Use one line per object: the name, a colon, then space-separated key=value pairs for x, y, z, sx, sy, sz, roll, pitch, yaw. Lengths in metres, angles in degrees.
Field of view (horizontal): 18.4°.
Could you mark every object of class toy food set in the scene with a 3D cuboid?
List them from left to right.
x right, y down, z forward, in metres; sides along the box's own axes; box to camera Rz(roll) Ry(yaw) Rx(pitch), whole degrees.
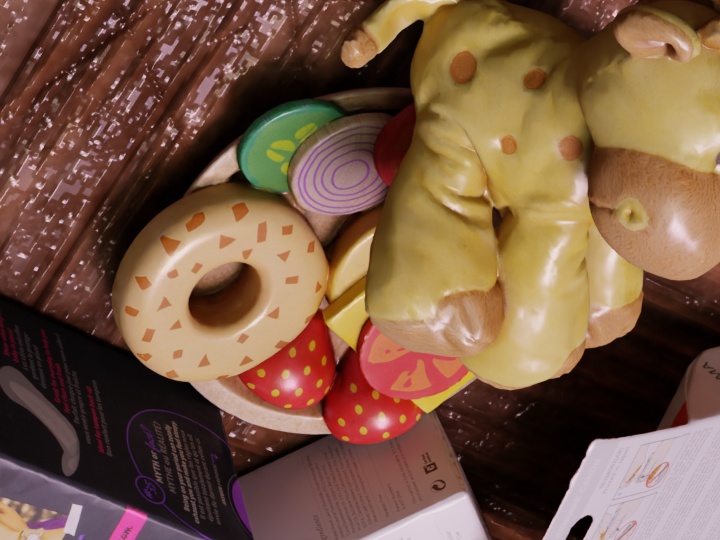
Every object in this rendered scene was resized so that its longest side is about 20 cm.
toy food set: x=0.000 y=0.000 z=1.025 sx=0.198 sy=0.049 sz=0.200 roll=-40 pitch=126 yaw=12

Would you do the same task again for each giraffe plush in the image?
giraffe plush: x=0.104 y=-0.053 z=0.907 sx=0.172 sy=0.161 sz=0.202 roll=-24 pitch=107 yaw=-45

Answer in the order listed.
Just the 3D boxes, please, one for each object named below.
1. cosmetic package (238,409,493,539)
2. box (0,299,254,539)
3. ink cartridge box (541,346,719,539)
cosmetic package: x=-0.031 y=0.160 z=1.108 sx=0.199 sy=0.085 sz=0.108 roll=-23 pitch=129 yaw=1
box: x=-0.161 y=0.092 z=0.994 sx=0.199 sy=0.123 sz=0.106 roll=27 pitch=114 yaw=-31
ink cartridge box: x=0.135 y=0.118 z=1.105 sx=0.199 sy=0.050 sz=0.163 roll=-7 pitch=131 yaw=-43
